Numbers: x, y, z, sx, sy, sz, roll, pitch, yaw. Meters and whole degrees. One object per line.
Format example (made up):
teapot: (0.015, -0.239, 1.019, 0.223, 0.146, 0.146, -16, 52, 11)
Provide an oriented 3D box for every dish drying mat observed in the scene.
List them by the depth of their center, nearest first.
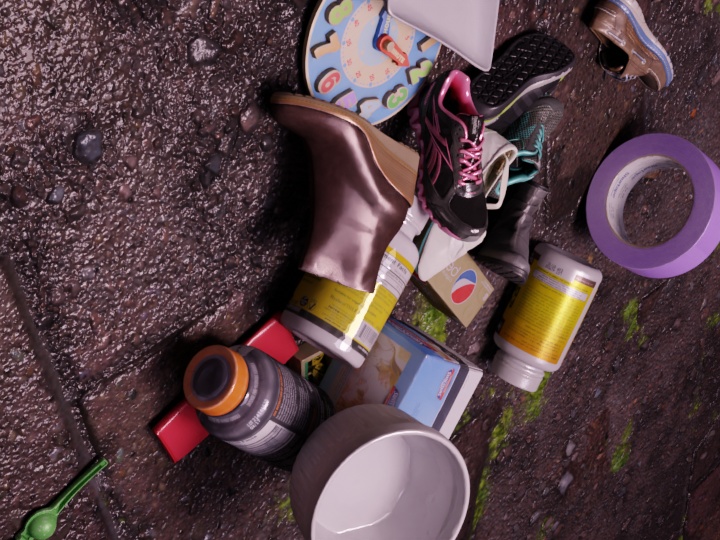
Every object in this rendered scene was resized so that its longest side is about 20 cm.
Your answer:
dish drying mat: (-0.154, 0.134, 1.320, 0.200, 0.018, 0.077, -44, 141, -20)

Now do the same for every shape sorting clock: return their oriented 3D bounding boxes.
shape sorting clock: (0.019, -0.249, 1.236, 0.198, 0.039, 0.203, -27, 132, -34)

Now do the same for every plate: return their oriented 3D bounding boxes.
plate: (0.088, -0.336, 1.214, 0.198, 0.032, 0.204, 15, 81, -50)

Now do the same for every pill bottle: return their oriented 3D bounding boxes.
pill bottle: (-0.114, 0.148, 1.272, 0.107, 0.106, 0.200, -54, 144, -4)
pill bottle: (0.000, 0.000, 1.318, 0.202, 0.110, 0.111, -60, 143, -9)
pill bottle: (0.265, 0.070, 1.669, 0.108, 0.109, 0.203, 13, 104, -51)

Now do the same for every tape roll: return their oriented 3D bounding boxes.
tape roll: (0.432, -0.094, 1.668, 0.065, 0.199, 0.203, 18, 102, -52)

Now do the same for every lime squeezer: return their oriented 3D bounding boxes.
lime squeezer: (-0.331, 0.282, 1.190, 0.038, 0.070, 0.202, 45, 49, -36)

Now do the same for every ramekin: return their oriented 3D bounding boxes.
ramekin: (0.013, 0.245, 1.275, 0.197, 0.105, 0.204, -11, 114, -24)

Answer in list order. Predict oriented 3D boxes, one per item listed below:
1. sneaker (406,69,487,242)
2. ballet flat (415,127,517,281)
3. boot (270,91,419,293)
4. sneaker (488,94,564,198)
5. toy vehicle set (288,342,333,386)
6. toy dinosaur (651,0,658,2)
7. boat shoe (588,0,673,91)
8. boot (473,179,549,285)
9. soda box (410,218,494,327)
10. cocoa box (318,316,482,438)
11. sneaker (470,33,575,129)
sneaker: (0.110, -0.135, 1.290, 0.078, 0.203, 0.095, -4, 162, -31)
ballet flat: (0.130, -0.074, 1.356, 0.069, 0.069, 0.203, 39, 73, -52)
boot: (-0.033, -0.081, 1.206, 0.198, 0.072, 0.169, 24, 85, -29)
sneaker: (0.205, -0.152, 1.465, 0.199, 0.091, 0.078, -38, 139, -24)
toy vehicle set: (-0.036, 0.165, 1.465, 0.123, 0.026, 0.203, -27, 132, -34)
toy dinosaur: (0.439, -0.411, 1.566, 0.136, 0.086, 0.200, -52, 160, 9)
boat shoe: (0.363, -0.302, 1.566, 0.073, 0.072, 0.200, -50, 132, -2)
boot: (0.204, -0.059, 1.494, 0.133, 0.069, 0.200, -62, -174, 6)
soda box: (0.099, -0.008, 1.468, 0.068, 0.064, 0.200, -52, 143, -7)
cocoa box: (0.031, 0.172, 1.411, 0.130, 0.133, 0.202, 20, 99, -49)
sneaker: (0.185, -0.228, 1.432, 0.199, 0.072, 0.083, -32, 159, -29)
